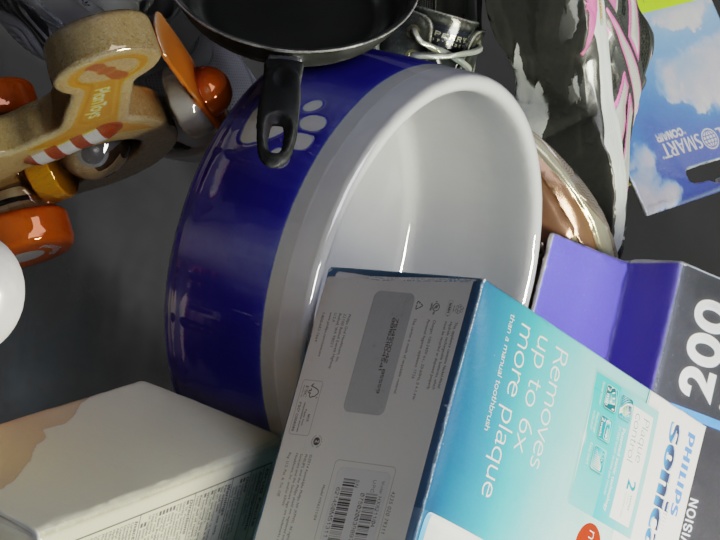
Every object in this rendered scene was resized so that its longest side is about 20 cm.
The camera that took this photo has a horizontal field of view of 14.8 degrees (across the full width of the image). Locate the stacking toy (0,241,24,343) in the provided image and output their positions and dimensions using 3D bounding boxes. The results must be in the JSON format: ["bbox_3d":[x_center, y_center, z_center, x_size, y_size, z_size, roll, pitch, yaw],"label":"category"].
[{"bbox_3d":[-0.195,0.034,1.092,0.146,0.200,0.147,14,64,-31],"label":"stacking toy"}]

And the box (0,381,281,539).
[{"bbox_3d":[-0.118,0.113,1.128,0.200,0.078,0.095,-13,122,-64],"label":"box"}]

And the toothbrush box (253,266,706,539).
[{"bbox_3d":[0.054,0.101,1.191,0.200,0.085,0.147,34,67,-50],"label":"toothbrush box"}]

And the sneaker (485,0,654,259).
[{"bbox_3d":[0.118,-0.088,1.406,0.086,0.080,0.201,-29,127,-47],"label":"sneaker"}]

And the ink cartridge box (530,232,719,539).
[{"bbox_3d":[0.159,0.102,1.331,0.200,0.043,0.199,20,74,-21],"label":"ink cartridge box"}]

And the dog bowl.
[{"bbox_3d":[0.000,0.000,1.259,0.200,0.079,0.201,-34,132,-47],"label":"dog bowl"}]

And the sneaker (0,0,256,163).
[{"bbox_3d":[-0.103,-0.132,1.282,0.200,0.115,0.075,40,54,-16],"label":"sneaker"}]

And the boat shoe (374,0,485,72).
[{"bbox_3d":[0.026,-0.115,1.397,0.072,0.071,0.201,11,66,-33],"label":"boat shoe"}]

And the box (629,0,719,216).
[{"bbox_3d":[0.140,-0.126,1.500,0.122,0.048,0.200,-17,82,-39],"label":"box"}]

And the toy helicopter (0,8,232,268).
[{"bbox_3d":[-0.108,-0.069,1.195,0.132,0.200,0.079,-13,78,-13],"label":"toy helicopter"}]

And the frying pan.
[{"bbox_3d":[-0.018,-0.102,1.207,0.115,0.031,0.190,-9,44,-18],"label":"frying pan"}]

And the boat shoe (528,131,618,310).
[{"bbox_3d":[0.086,0.010,1.370,0.072,0.076,0.200,-42,113,-29],"label":"boat shoe"}]
